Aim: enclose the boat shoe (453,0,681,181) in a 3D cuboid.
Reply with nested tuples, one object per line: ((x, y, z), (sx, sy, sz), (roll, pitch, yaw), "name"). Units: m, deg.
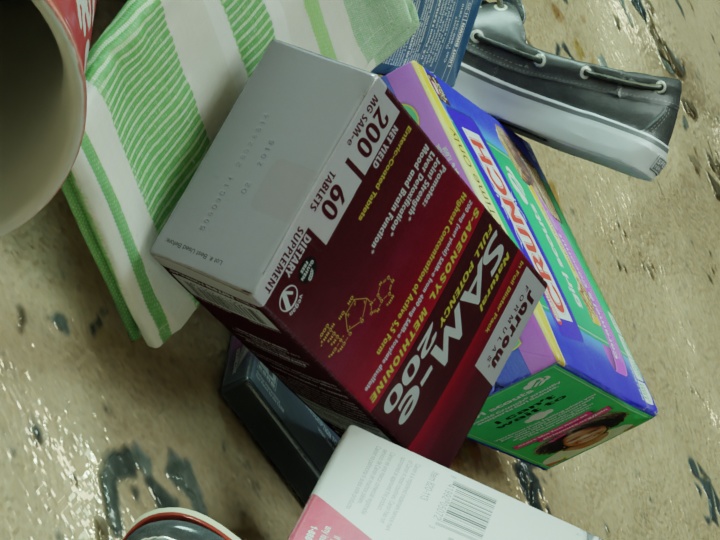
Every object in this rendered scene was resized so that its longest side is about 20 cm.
((0.076, -0.112, 1.570), (0.070, 0.199, 0.067), (43, 69, -86), "boat shoe")

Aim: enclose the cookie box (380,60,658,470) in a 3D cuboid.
((0.061, 0.002, 1.498), (0.172, 0.075, 0.200), (65, 14, 17), "cookie box")

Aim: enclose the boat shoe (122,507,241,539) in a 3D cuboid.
((-0.046, 0.188, 1.129), (0.063, 0.071, 0.201), (-31, 101, -65), "boat shoe")

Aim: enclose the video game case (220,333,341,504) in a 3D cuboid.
((-0.011, 0.042, 1.419), (0.143, 0.019, 0.200), (54, 26, -28), "video game case")

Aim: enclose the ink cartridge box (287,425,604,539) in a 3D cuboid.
((0.056, 0.164, 1.221), (0.199, 0.083, 0.147), (24, 25, 3), "ink cartridge box")

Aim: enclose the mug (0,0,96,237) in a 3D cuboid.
((-0.164, -0.131, 1.093), (0.178, 0.133, 0.200), (57, 20, -26), "mug")

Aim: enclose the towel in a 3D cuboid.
((-0.051, -0.082, 1.237), (0.200, 0.023, 0.153), (-52, 146, -23), "towel")

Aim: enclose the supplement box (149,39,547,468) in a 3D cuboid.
((0.000, 0.000, 1.283), (0.109, 0.061, 0.200), (-61, 146, -12), "supplement box")

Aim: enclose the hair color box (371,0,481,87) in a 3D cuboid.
((-0.025, -0.137, 1.442), (0.200, 0.100, 0.061), (0, 110, -66), "hair color box")
